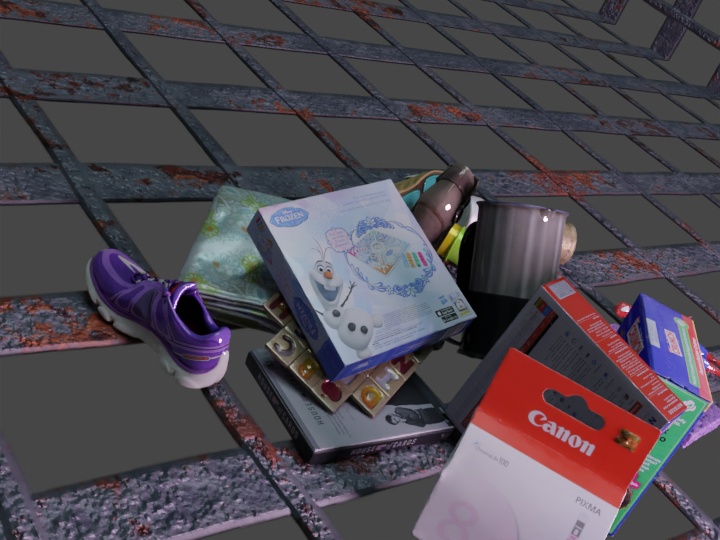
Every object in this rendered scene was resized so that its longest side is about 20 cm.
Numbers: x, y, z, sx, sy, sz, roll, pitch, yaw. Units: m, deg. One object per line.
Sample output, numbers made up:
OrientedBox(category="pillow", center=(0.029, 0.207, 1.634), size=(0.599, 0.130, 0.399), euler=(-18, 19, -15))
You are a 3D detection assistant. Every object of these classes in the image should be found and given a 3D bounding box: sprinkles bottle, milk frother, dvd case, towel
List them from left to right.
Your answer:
OrientedBox(category="towel", center=(-0.109, -0.014, 1.141), size=(0.168, 0.049, 0.202), euler=(16, 45, 1))
OrientedBox(category="dvd case", center=(-0.009, 0.135, 1.069), size=(0.197, 0.025, 0.151), euler=(-2, 39, -39))
OrientedBox(category="milk frother", center=(0.136, 0.010, 1.207), size=(0.198, 0.192, 0.179), euler=(8, -1, -42))
OrientedBox(category="sprinkles bottle", center=(0.239, -0.063, 1.537), size=(0.196, 0.069, 0.069), euler=(13, 31, -21))

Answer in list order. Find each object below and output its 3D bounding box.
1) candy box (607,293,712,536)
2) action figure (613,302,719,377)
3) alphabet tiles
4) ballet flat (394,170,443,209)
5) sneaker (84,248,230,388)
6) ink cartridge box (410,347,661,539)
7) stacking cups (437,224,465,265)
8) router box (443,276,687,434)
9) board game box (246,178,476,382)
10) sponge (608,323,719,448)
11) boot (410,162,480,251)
OrientedBox(category="candy box", center=(0.294, 0.155, 1.087), size=(0.076, 0.202, 0.170), euler=(24, 29, 0))
OrientedBox(category="action figure", center=(0.470, 0.099, 1.479), size=(0.197, 0.052, 0.066), euler=(25, 32, 4))
OrientedBox(category="alphabet tiles", center=(-0.011, 0.063, 1.080), size=(0.166, 0.006, 0.200), euler=(45, 46, 4))
OrientedBox(category="ballet flat", center=(0.075, -0.121, 1.512), size=(0.062, 0.070, 0.199), euler=(23, 24, 27))
OrientedBox(category="sneaker", center=(-0.202, 0.032, 1.026), size=(0.199, 0.084, 0.080), euler=(36, 30, 21))
OrientedBox(category="ink cartridge box", center=(0.158, 0.198, 0.910), size=(0.161, 0.202, 0.057), euler=(28, 26, 8))
OrientedBox(category="stacking cups", center=(0.185, -0.011, 1.418), size=(0.198, 0.061, 0.060), euler=(31, 29, 10))
OrientedBox(category="router box", center=(0.201, 0.143, 1.014), size=(0.048, 0.201, 0.180), euler=(-14, 56, -48))
OrientedBox(category="board game box", center=(0.003, 0.003, 1.098), size=(0.198, 0.043, 0.201), euler=(-15, 66, -38))
OrientedBox(category="sponge", center=(0.390, 0.153, 1.344), size=(0.111, 0.030, 0.200), euler=(-12, 47, -48))
OrientedBox(category="boot", center=(0.099, -0.071, 1.292), size=(0.070, 0.147, 0.200), euler=(39, 3, 0))
